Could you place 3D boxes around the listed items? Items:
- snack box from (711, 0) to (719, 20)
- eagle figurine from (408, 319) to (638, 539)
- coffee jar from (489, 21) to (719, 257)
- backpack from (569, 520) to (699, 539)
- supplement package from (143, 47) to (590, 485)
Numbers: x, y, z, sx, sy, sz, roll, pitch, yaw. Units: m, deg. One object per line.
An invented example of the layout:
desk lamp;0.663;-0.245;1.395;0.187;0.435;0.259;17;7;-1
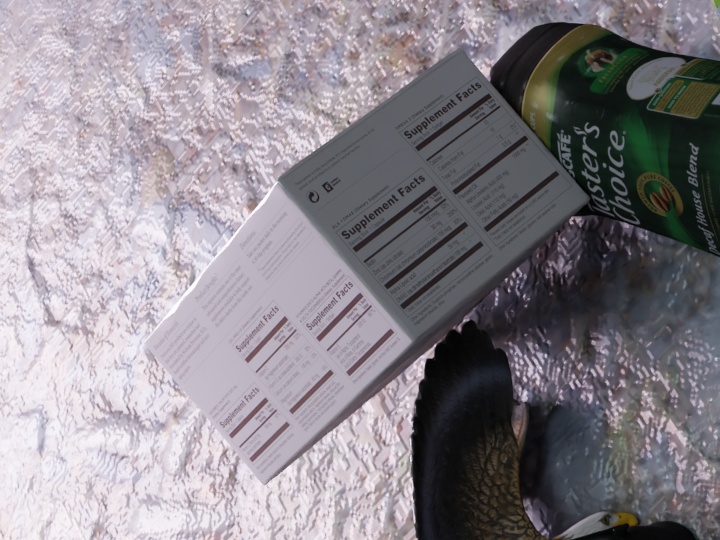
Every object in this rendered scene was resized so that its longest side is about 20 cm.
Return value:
snack box;0.234;-0.224;1.279;0.142;0.053;0.200;-35;61;32
eagle figurine;0.078;0.150;1.298;0.200;0.151;0.152;55;127;22
coffee jar;0.162;-0.068;1.275;0.200;0.104;0.085;19;52;43
backpack;0.111;0.233;1.116;0.175;0.153;0.201;-24;76;24
supplement package;0.000;0.000;1.310;0.111;0.156;0.200;49;143;4
